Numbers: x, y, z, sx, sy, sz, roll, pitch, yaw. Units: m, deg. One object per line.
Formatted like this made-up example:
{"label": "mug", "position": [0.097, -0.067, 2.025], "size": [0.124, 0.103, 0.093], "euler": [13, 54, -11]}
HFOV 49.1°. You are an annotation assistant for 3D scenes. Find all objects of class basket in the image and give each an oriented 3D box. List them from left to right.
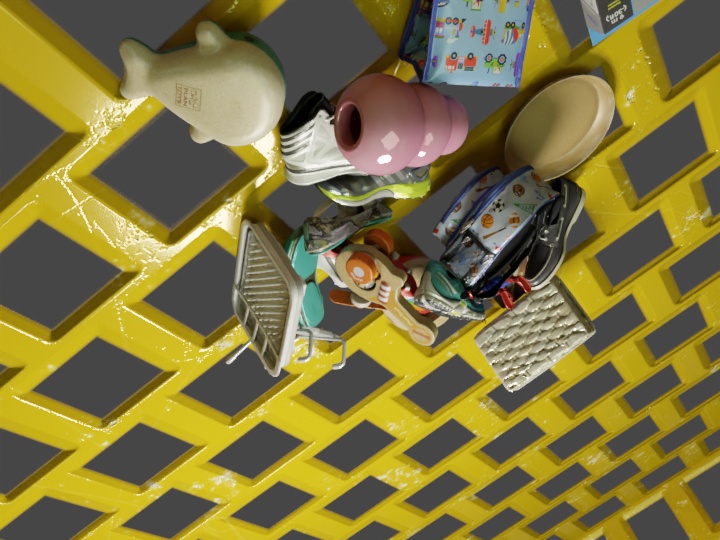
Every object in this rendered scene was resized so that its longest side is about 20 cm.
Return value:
{"label": "basket", "position": [0.319, 0.117, 1.457], "size": [0.199, 0.137, 0.123], "euler": [-39, 167, 13]}

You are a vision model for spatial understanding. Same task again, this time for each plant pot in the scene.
{"label": "plant pot", "position": [0.312, -0.229, 1.257], "size": [0.195, 0.028, 0.203], "euler": [-16, 139, -14]}

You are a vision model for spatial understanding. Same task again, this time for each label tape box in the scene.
{"label": "label tape box", "position": [0.373, -0.401, 1.075], "size": [0.142, 0.064, 0.200], "euler": [-32, 140, 8]}

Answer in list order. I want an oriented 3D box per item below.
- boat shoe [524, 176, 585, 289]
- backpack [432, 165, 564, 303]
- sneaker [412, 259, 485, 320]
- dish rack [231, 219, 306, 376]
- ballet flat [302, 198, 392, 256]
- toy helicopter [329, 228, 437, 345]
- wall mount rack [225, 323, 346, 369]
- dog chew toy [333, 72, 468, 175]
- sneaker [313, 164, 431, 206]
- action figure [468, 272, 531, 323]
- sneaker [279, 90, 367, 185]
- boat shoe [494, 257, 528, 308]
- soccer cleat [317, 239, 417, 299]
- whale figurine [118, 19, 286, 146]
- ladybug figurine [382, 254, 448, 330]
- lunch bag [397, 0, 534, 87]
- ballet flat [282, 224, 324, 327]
{"label": "boat shoe", "position": [0.321, -0.068, 1.356], "size": [0.062, 0.072, 0.203], "euler": [31, 79, -28]}
{"label": "backpack", "position": [0.221, -0.078, 1.244], "size": [0.191, 0.155, 0.199], "euler": [-46, 174, 37]}
{"label": "sneaker", "position": [0.158, 0.037, 1.314], "size": [0.076, 0.082, 0.199], "euler": [7, 170, 32]}
{"label": "dish rack", "position": [-0.136, 0.039, 1.187], "size": [0.043, 0.173, 0.203], "euler": [-15, 140, -29]}
{"label": "ballet flat", "position": [-0.017, -0.084, 1.178], "size": [0.199, 0.072, 0.073], "euler": [-29, 154, -49]}
{"label": "toy helicopter", "position": [0.037, 0.044, 1.204], "size": [0.200, 0.079, 0.132], "euler": [45, 137, -9]}
{"label": "wall mount rack", "position": [-0.125, 0.132, 1.350], "size": [0.170, 0.077, 0.199], "euler": [0, 168, 29]}
{"label": "dog chew toy", "position": [0.062, -0.190, 1.027], "size": [0.196, 0.125, 0.126], "euler": [-9, 139, -36]}
{"label": "sneaker", "position": [0.020, -0.151, 1.155], "size": [0.196, 0.074, 0.082], "euler": [-11, 130, -27]}
{"label": "action figure", "position": [0.242, 0.047, 1.388], "size": [0.065, 0.200, 0.100], "euler": [-37, 107, -8]}
{"label": "sneaker", "position": [-0.017, -0.192, 1.073], "size": [0.196, 0.077, 0.117], "euler": [-18, 142, -7]}
{"label": "boat shoe", "position": [0.285, -0.011, 1.449], "size": [0.072, 0.077, 0.202], "euler": [-22, 149, -13]}
{"label": "soccer cleat", "position": [0.000, 0.000, 1.270], "size": [0.196, 0.070, 0.085], "euler": [25, 134, -17]}
{"label": "whale figurine", "position": [-0.185, -0.231, 0.940], "size": [0.195, 0.105, 0.161], "euler": [10, 133, -4]}
{"label": "ladybug figurine", "position": [0.097, 0.033, 1.383], "size": [0.134, 0.073, 0.200], "euler": [-33, 140, 7]}
{"label": "lunch bag", "position": [0.148, -0.347, 1.000], "size": [0.147, 0.095, 0.204], "euler": [-3, 126, -22]}
{"label": "ballet flat", "position": [-0.102, 0.003, 1.228], "size": [0.067, 0.070, 0.203], "euler": [-37, 141, -30]}
